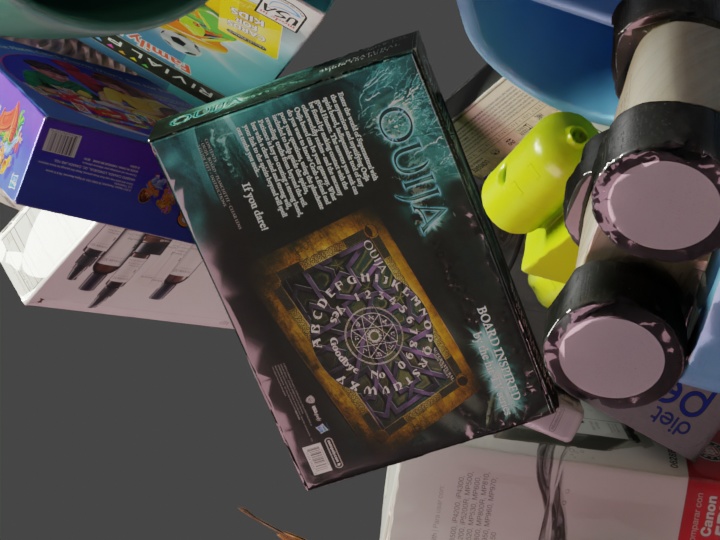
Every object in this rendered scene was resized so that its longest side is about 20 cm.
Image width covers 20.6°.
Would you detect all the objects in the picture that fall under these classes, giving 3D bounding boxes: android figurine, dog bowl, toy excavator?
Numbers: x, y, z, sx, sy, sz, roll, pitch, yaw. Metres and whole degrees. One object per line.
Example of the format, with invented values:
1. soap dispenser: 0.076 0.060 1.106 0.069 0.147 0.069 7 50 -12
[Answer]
1. android figurine: 0.144 -0.017 0.795 0.181 0.041 0.200 15 159 -10
2. dog bowl: 0.081 -0.117 0.727 0.111 0.050 0.200 22 162 20
3. toy excavator: 0.175 -0.035 0.638 0.198 0.100 0.195 13 130 1

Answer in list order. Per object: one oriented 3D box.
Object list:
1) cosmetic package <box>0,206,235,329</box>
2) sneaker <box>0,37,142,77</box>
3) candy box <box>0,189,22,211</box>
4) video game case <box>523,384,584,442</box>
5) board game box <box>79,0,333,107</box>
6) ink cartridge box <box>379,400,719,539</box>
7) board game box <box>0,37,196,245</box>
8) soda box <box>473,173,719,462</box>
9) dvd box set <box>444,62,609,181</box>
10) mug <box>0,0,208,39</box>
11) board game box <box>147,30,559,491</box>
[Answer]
1. cosmetic package: -0.111 -0.013 1.144 0.199 0.083 0.051 9 -137 -55
2. sneaker: -0.190 -0.138 1.083 0.199 0.070 0.100 25 -166 -40
3. candy box: -0.172 -0.065 1.273 0.199 0.061 0.137 23 164 18
4. video game case: 0.026 0.018 1.074 0.181 0.023 0.200 22 -165 -7
5. board game box: -0.094 -0.144 0.928 0.150 0.047 0.200 30 164 -7
6. ink cartridge box: 0.115 0.110 1.090 0.198 0.083 0.147 8 -159 0
7. board game box: -0.105 -0.060 1.010 0.199 0.045 0.134 13 -163 -36
8. soda box: 0.105 0.017 1.009 0.199 0.068 0.064 29 -165 -18
9. dvd box set: 0.138 -0.036 0.916 0.199 0.030 0.146 30 164 -7
10. mug: -0.131 -0.170 0.719 0.185 0.153 0.114 38 163 -31
11. board game box: 0.000 0.000 0.940 0.134 0.028 0.201 -17 113 12
